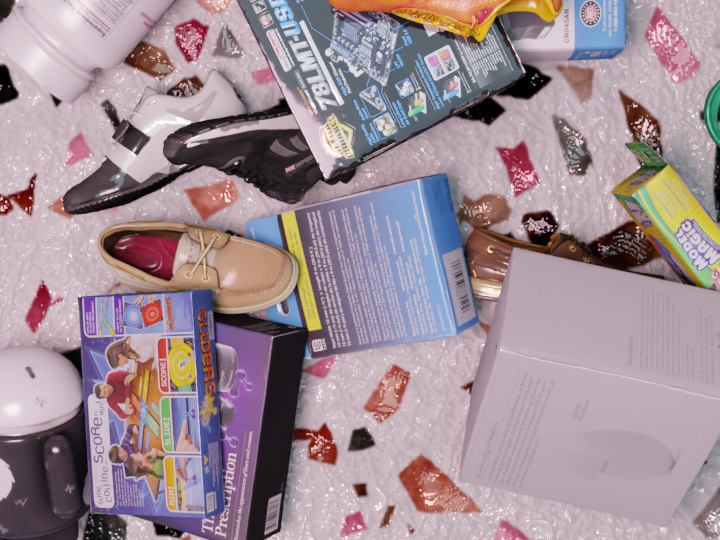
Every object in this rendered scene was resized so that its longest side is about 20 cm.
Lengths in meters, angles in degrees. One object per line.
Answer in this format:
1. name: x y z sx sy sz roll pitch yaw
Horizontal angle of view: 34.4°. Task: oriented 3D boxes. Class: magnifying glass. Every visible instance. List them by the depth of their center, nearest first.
1. magnifying glass: 0.411 -0.112 1.096 0.199 0.022 0.080 37 96 1

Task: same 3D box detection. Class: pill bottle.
1. pill bottle: -0.237 -0.261 1.074 0.113 0.113 0.200 43 97 -1

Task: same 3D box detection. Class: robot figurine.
1. robot figurine: -0.319 0.173 1.106 0.148 0.125 0.203 3 108 9

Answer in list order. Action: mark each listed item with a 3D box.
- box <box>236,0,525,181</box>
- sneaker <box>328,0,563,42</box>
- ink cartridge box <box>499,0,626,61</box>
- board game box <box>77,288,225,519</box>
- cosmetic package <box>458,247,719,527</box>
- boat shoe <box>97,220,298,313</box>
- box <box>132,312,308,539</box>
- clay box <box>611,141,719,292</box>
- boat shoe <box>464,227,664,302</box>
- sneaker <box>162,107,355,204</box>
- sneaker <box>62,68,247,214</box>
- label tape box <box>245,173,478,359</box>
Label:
1. box: 0.013 -0.211 1.007 0.196 0.050 0.202 -27 93 4
2. sneaker: 0.071 -0.225 0.946 0.196 0.073 0.079 -5 90 0
3. ink cartridge box: 0.138 -0.267 1.064 0.196 0.084 0.147 -1 95 5
4. board game box: -0.193 0.121 1.067 0.133 0.034 0.204 -3 91 27
5. cosmetic package: 0.204 0.106 1.031 0.197 0.124 0.201 11 138 1
6. boat shoe: -0.157 -0.006 1.090 0.197 0.066 0.075 3 72 17
7. box: -0.139 0.143 1.106 0.139 0.079 0.204 11 97 25
8. clay box: 0.298 -0.027 1.062 0.047 0.115 0.201 -40 91 6
9. boat shoe: 0.191 0.000 1.093 0.197 0.072 0.069 7 98 6
10. sneaker: -0.082 -0.100 1.060 0.198 0.075 0.089 -13 103 -32
11. sneaker: -0.203 -0.123 1.109 0.198 0.074 0.089 -28 92 -5
12. label tape box: 0.000 0.000 1.100 0.198 0.066 0.146 -11 95 32
